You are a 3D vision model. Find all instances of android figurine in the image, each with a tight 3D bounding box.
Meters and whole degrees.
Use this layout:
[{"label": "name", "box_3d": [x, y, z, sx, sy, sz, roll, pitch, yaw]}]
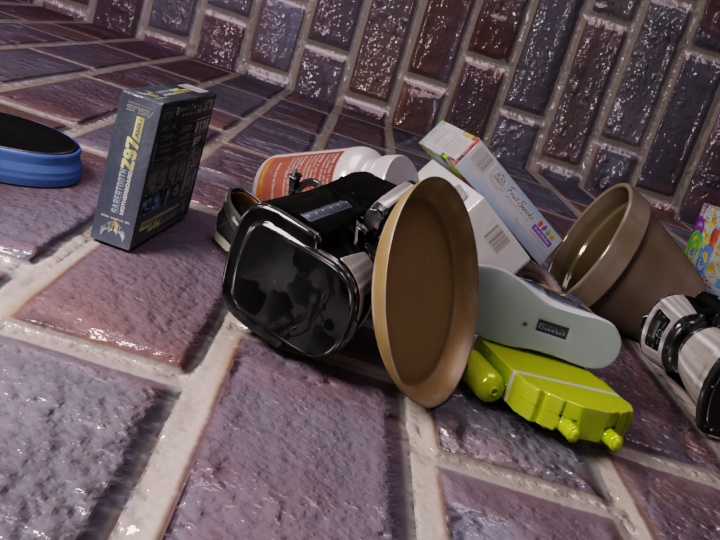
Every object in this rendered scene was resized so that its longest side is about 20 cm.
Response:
[{"label": "android figurine", "box_3d": [0.186, 0.117, 0.828, 0.178, 0.042, 0.200, 14, 14, -20]}]

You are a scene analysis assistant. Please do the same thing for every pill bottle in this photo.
[{"label": "pill bottle", "box_3d": [-0.029, -0.092, 1.034, 0.197, 0.115, 0.111, 1, 3, 36]}]

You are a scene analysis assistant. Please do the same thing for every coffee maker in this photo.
[{"label": "coffee maker", "box_3d": [-0.041, -0.015, 0.809, 0.188, 0.138, 0.199, 9, 18, 28]}, {"label": "coffee maker", "box_3d": [0.444, 0.125, 0.989, 0.191, 0.135, 0.200, 40, 13, -12]}]

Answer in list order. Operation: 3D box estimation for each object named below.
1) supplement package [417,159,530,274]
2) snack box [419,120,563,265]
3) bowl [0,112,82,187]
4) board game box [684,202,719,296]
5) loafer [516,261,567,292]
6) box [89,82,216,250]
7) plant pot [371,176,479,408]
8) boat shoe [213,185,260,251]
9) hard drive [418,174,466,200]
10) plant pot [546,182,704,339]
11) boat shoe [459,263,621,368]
[{"label": "supplement package", "box_3d": [0.116, -0.049, 1.106, 0.114, 0.109, 0.200, 47, 4, -25]}, {"label": "snack box", "box_3d": [0.178, -0.109, 1.161, 0.200, 0.053, 0.142, 46, 4, -24]}, {"label": "bowl", "box_3d": [-0.439, -0.155, 1.031, 0.196, 0.040, 0.201, 18, 16, -5]}, {"label": "board game box", "box_3d": [0.546, 0.016, 1.280, 0.103, 0.204, 0.103, 16, 15, -1]}, {"label": "loafer", "box_3d": [0.227, 0.033, 1.130, 0.073, 0.071, 0.200, 42, 5, -26]}, {"label": "box", "box_3d": [-0.227, -0.124, 0.945, 0.050, 0.161, 0.200, 17, 16, 2]}, {"label": "plant pot", "box_3d": [0.058, 0.019, 0.756, 0.027, 0.205, 0.199, 2, 6, 29]}, {"label": "boat shoe", "box_3d": [-0.101, -0.031, 0.953, 0.071, 0.069, 0.199, 4, 25, -44]}, {"label": "hard drive", "box_3d": [0.038, -0.071, 1.084, 0.026, 0.132, 0.199, 47, -10, -25]}, {"label": "plant pot", "box_3d": [0.383, 0.007, 1.196, 0.172, 0.202, 0.200, 32, 14, -6]}, {"label": "boat shoe", "box_3d": [0.175, 0.044, 0.898, 0.197, 0.072, 0.091, 23, 9, -7]}]
